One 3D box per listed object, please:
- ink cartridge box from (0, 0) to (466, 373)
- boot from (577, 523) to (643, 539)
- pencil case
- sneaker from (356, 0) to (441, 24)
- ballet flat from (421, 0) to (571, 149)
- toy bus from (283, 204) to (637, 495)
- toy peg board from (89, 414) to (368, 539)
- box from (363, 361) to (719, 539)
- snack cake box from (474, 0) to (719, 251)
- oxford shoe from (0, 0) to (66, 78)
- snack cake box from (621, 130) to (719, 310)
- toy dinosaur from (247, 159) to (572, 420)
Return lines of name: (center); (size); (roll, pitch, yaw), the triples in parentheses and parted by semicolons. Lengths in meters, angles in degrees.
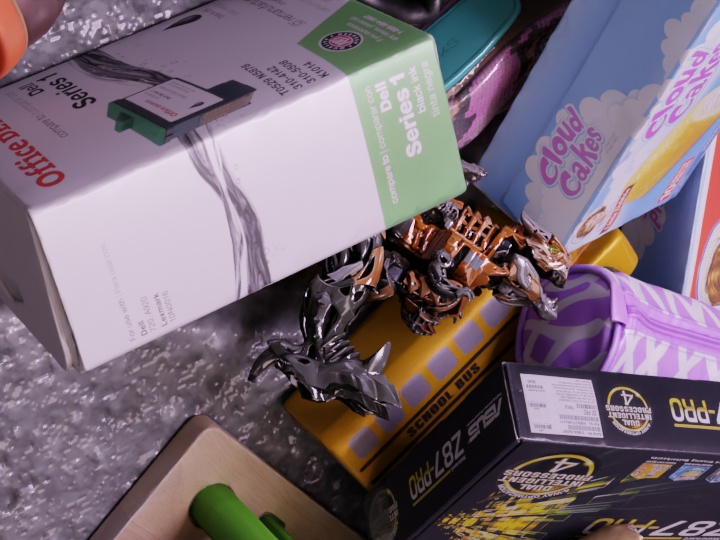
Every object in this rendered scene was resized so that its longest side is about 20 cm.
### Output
ink cartridge box: (-0.077, -0.052, 0.829); (0.200, 0.146, 0.084); (-26, 121, -21)
boot: (0.054, 0.179, 0.920); (0.200, 0.066, 0.175); (-27, 141, 3)
pencil case: (0.178, 0.053, 0.989); (0.200, 0.085, 0.084); (14, 69, -36)
sneaker: (-0.017, -0.188, 0.827); (0.075, 0.079, 0.200); (-36, 136, 12)
ballet flat: (0.092, -0.138, 0.955); (0.200, 0.069, 0.071); (-46, 145, -2)
toy bus: (0.057, 0.034, 1.004); (0.200, 0.065, 0.078); (-45, 125, -6)
toy peg board: (-0.069, 0.220, 0.987); (0.199, 0.098, 0.200); (-50, 127, -4)
box: (0.124, 0.108, 0.945); (0.200, 0.049, 0.161); (6, 149, -27)
snack cake box: (0.151, -0.110, 0.922); (0.115, 0.067, 0.200); (-28, 155, -43)
oxford shoe: (-0.188, -0.180, 0.766); (0.073, 0.071, 0.200); (-52, 131, -39)
snack cake box: (0.216, -0.011, 1.081); (0.115, 0.067, 0.200); (-5, 113, -28)
toy dinosaur: (0.000, 0.000, 0.915); (0.102, 0.200, 0.136); (35, 67, -67)
